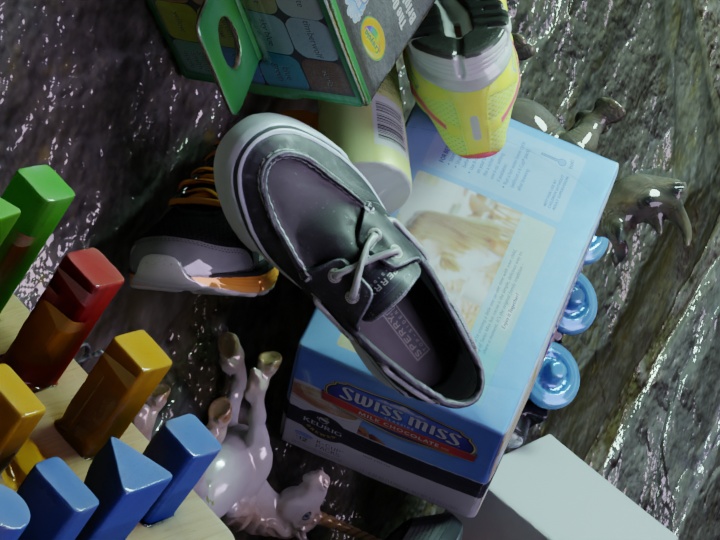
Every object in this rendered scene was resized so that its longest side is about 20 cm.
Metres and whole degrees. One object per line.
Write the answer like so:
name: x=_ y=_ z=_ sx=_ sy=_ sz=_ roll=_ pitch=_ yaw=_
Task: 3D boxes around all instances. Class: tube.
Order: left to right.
tube: x=-0.002 y=-0.121 z=1.303 sx=0.058 sy=0.052 sz=0.200 roll=123 pitch=-29 yaw=-48

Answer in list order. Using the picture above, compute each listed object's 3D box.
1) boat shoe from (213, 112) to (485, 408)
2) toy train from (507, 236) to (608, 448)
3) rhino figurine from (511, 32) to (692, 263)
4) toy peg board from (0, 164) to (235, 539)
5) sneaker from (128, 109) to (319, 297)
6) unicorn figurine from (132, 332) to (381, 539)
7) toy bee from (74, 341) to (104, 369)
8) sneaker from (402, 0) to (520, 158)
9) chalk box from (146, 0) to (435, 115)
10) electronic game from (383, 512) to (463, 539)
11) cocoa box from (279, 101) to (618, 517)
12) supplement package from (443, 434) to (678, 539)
boat shoe: x=0.000 y=0.000 z=1.184 sx=0.072 sy=0.068 sz=0.200 roll=-42 pitch=121 yaw=-11
toy train: x=0.091 y=0.015 z=1.494 sx=0.114 sy=0.087 sz=0.200 roll=24 pitch=63 yaw=-20
rhino figurine: x=0.130 y=-0.072 z=1.464 sx=0.087 sy=0.200 sz=0.060 roll=-49 pitch=165 yaw=-15
toy peg board: x=-0.157 y=0.050 z=0.968 sx=0.200 sy=0.199 sz=0.098 roll=-17 pitch=148 yaw=-57
sneaker: x=-0.069 y=-0.035 z=1.243 sx=0.200 sy=0.078 sz=0.077 roll=-36 pitch=129 yaw=-64
unicorn figurine: x=-0.075 y=0.112 z=1.288 sx=0.200 sy=0.074 sz=0.138 roll=-18 pitch=125 yaw=-41
toy bee: x=-0.161 y=0.121 z=1.072 sx=0.200 sy=0.109 sz=0.131 roll=-46 pitch=166 yaw=-21
sneaker: x=0.055 y=-0.128 z=1.327 sx=0.200 sy=0.078 sz=0.091 roll=-86 pitch=165 yaw=-62
chalk box: x=-0.040 y=-0.171 z=1.198 sx=0.200 sy=0.124 sz=0.125 roll=-57 pitch=144 yaw=-32
electronic game: x=-0.009 y=0.221 z=1.351 sx=0.200 sy=0.042 sz=0.200 roll=-48 pitch=179 yaw=-1
cocoa box: x=0.052 y=0.018 z=1.359 sx=0.131 sy=0.133 sz=0.200 roll=104 pitch=10 yaw=-62
supplement package: x=0.094 y=0.227 z=1.482 sx=0.117 sy=0.117 sz=0.200 roll=-15 pitch=139 yaw=-57
